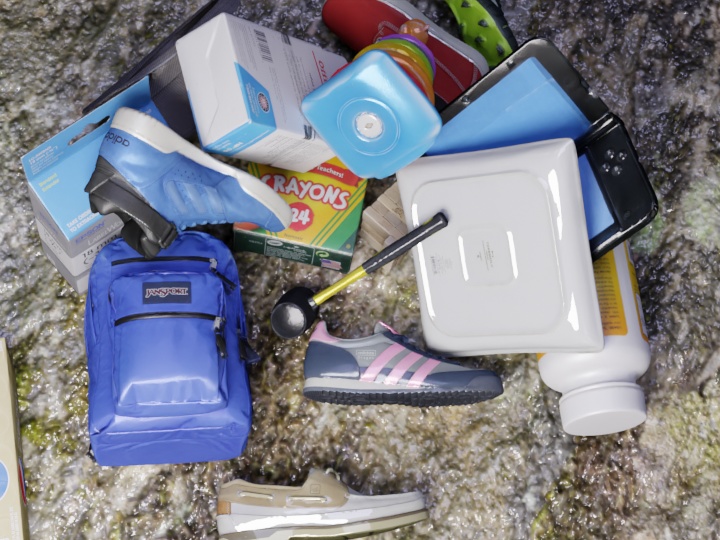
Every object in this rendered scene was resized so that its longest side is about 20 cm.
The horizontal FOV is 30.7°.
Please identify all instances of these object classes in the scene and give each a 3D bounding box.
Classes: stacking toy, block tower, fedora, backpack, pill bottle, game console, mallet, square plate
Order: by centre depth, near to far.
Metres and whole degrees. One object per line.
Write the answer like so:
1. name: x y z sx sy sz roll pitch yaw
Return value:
1. backpack: -0.174 0.061 1.216 0.160 0.168 0.202 1 63 -14
2. square plate: 0.125 -0.014 1.245 0.028 0.196 0.203 -21 104 -54
3. game console: 0.153 -0.084 1.248 0.116 0.199 0.177 23 41 -43
4. mallet: 0.000 0.000 1.276 0.199 0.066 0.041 -33 96 9
5. stacking toy: 0.033 -0.192 1.291 0.110 0.115 0.201 47 36 -18
6. pill bottle: 0.225 0.054 1.294 0.109 0.111 0.203 -3 67 -8
7. fedora: -0.181 -0.192 1.345 0.091 0.176 0.200 50 60 -16
8. block tower: 0.079 -0.090 1.371 0.058 0.054 0.200 40 68 11

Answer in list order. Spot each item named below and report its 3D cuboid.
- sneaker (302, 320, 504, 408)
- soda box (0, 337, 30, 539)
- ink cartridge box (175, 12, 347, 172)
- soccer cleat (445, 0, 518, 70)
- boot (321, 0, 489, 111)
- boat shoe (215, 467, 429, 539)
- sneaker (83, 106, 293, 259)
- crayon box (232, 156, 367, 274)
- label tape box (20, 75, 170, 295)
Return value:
1. sneaker: 0.043 0.088 1.279 0.197 0.070 0.083 4 70 -7
2. soda box: -0.346 0.168 1.202 0.067 0.064 0.202 -7 68 -10
3. ink cartridge box: -0.080 -0.166 1.283 0.067 0.199 0.117 -24 72 31
4. soccer cleat: 0.131 -0.302 1.465 0.080 0.068 0.201 -24 71 -29
5. boot: 0.025 -0.218 1.386 0.199 0.073 0.145 31 46 9
6. boat shoe: -0.036 0.217 1.213 0.197 0.075 0.069 -6 73 -8
7. sneaker: -0.160 -0.054 1.199 0.199 0.076 0.112 30 82 -35
8. crayon box: -0.052 -0.108 1.364 0.125 0.051 0.202 11 65 -1
9. label tape box: -0.236 -0.074 1.245 0.144 0.200 0.063 -37 75 -20
